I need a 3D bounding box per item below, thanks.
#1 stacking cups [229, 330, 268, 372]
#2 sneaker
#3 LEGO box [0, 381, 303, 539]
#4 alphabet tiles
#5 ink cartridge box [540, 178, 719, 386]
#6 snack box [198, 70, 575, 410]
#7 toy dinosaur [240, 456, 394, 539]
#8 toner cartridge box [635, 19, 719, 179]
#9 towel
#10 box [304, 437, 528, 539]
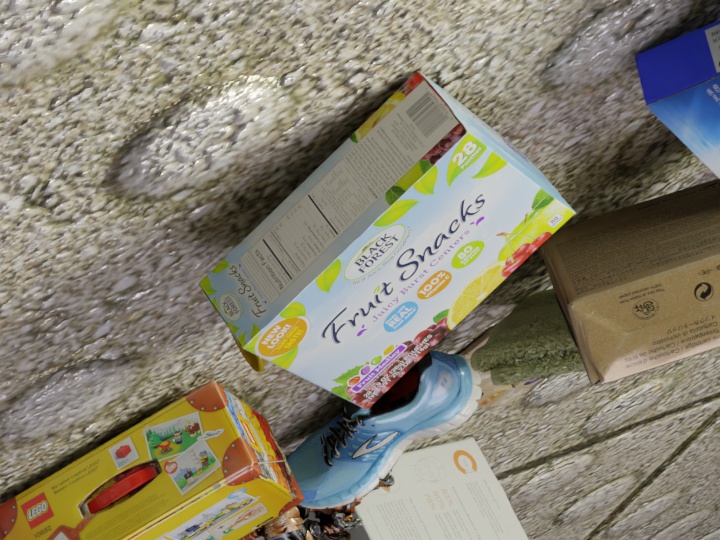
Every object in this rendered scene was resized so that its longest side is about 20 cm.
[{"bbox_3d":[0.000,0.000,1.558,0.199,0.061,0.061,-28,161,-16],"label":"stacking cups"},{"bbox_3d":[0.001,0.123,1.860,0.200,0.079,0.090,-39,140,16],"label":"sneaker"},{"bbox_3d":[-0.162,0.182,1.714,0.199,0.077,0.149,-30,159,4],"label":"LEGO box"},{"bbox_3d":[0.138,0.081,2.007,0.167,0.008,0.200,-40,158,29],"label":"alphabet tiles"},{"bbox_3d":[0.248,0.000,1.682,0.199,0.075,0.165,-18,-162,4],"label":"ink cartridge box"},{"bbox_3d":[0.020,-0.015,1.440,0.200,0.068,0.169,-44,147,9],"label":"snack box"},{"bbox_3d":[-0.063,0.224,1.979,0.199,0.102,0.136,-13,122,8],"label":"toy dinosaur"},{"bbox_3d":[0.279,-0.114,1.575,0.095,0.043,0.200,-20,152,24],"label":"toner cartridge box"},{"bbox_3d":[0.197,0.040,1.791,0.199,0.037,0.148,-10,-162,24],"label":"towel"},{"bbox_3d":[0.045,0.250,2.121,0.199,0.125,0.097,-7,152,-45],"label":"box"}]
